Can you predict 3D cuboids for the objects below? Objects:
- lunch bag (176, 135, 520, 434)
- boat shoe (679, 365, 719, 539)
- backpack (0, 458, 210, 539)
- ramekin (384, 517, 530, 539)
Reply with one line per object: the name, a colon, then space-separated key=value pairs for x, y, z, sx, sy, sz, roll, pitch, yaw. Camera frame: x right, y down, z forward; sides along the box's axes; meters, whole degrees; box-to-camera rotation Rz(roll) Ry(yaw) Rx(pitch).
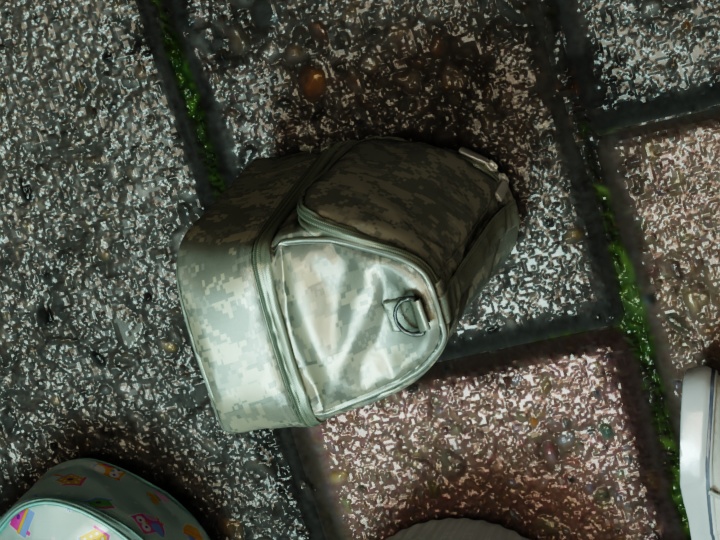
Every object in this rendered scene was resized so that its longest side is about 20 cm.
lunch bag: x=0.000 y=0.000 z=1.412 sx=0.166 sy=0.200 sz=0.141 roll=-6 pitch=109 yaw=20
boat shoe: x=0.253 y=0.154 z=1.460 sx=0.085 sy=0.075 sz=0.204 roll=-4 pitch=109 yaw=17
backpack: x=-0.196 y=0.240 z=1.571 sx=0.175 sy=0.153 sz=0.201 roll=34 pitch=107 yaw=8
ramekin: x=0.065 y=0.261 z=1.529 sx=0.198 sy=0.105 sz=0.202 roll=5 pitch=110 yaw=14
